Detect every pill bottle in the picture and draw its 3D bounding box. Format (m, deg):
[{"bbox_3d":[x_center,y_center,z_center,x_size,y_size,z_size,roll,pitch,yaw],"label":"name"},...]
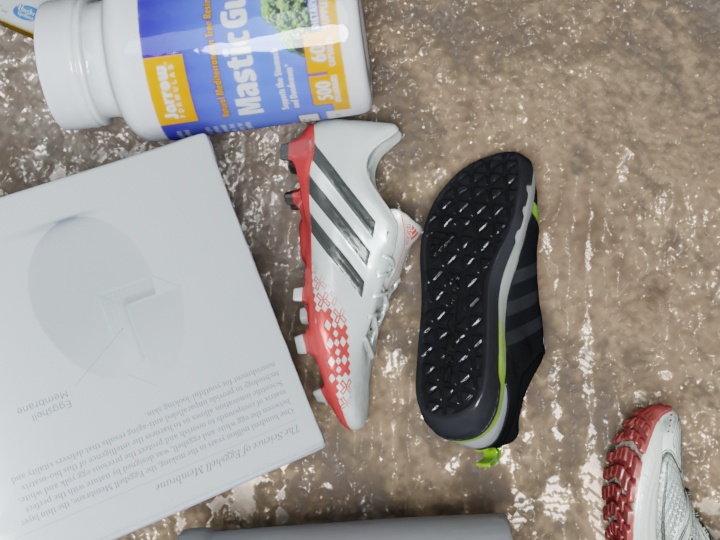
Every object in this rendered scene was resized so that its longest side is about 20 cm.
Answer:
[{"bbox_3d":[-0.096,-0.141,0.780,0.199,0.112,0.113,-8,88,3],"label":"pill bottle"}]

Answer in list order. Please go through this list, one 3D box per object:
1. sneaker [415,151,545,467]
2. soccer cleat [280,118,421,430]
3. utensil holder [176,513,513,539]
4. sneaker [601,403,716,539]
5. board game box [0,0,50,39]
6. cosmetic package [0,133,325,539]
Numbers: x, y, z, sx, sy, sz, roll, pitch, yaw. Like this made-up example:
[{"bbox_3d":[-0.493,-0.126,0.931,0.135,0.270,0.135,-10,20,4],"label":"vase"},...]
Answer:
[{"bbox_3d":[0.082,0.024,0.795,0.071,0.083,0.201,-2,66,37],"label":"sneaker"},{"bbox_3d":[0.000,0.000,0.795,0.085,0.069,0.201,-7,84,7],"label":"soccer cleat"},{"bbox_3d":[-0.003,0.233,0.742,0.199,0.170,0.171,-5,88,1],"label":"utensil holder"},{"bbox_3d":[0.199,0.181,0.779,0.082,0.078,0.201,-7,98,0],"label":"sneaker"},{"bbox_3d":[-0.234,-0.270,0.827,0.152,0.040,0.201,24,90,4],"label":"board game box"},{"bbox_3d":[-0.158,0.053,0.743,0.198,0.123,0.201,-20,86,-23],"label":"cosmetic package"}]
